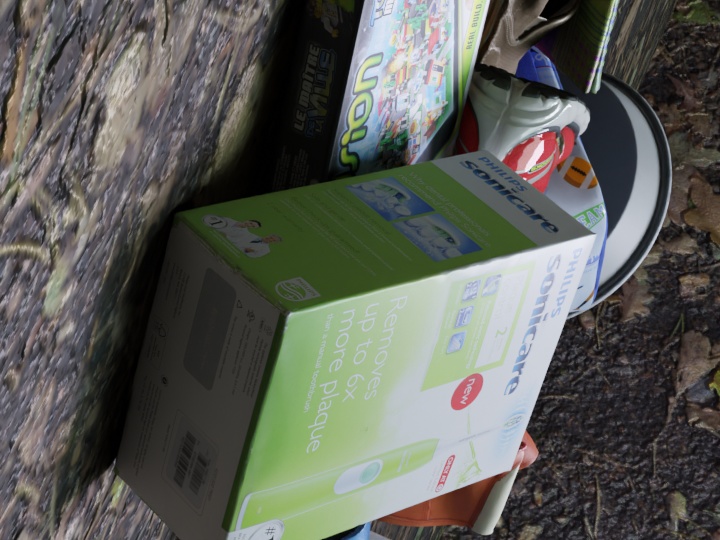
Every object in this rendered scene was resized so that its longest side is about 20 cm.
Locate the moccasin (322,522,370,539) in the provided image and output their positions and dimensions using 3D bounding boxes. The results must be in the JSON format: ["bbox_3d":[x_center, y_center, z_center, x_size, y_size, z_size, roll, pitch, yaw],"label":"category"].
[{"bbox_3d":[-0.025,0.111,1.313,0.200,0.068,0.081,-87,-177,-66],"label":"moccasin"}]

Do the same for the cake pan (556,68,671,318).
[{"bbox_3d":[0.118,-0.060,1.434,0.037,0.199,0.202,39,71,-55],"label":"cake pan"}]

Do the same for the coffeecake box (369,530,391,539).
[{"bbox_3d":[0.003,0.255,1.418,0.154,0.199,0.073,103,13,-50],"label":"coffeecake box"}]

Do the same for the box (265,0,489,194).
[{"bbox_3d":[0.010,-0.089,0.987,0.110,0.035,0.201,-22,132,-49],"label":"box"}]

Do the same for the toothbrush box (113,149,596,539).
[{"bbox_3d":[-0.002,0.038,0.957,0.199,0.086,0.147,-14,132,-43],"label":"toothbrush box"}]

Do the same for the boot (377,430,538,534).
[{"bbox_3d":[0.054,0.062,1.129,0.075,0.106,0.201,-72,177,-55],"label":"boot"}]

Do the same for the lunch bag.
[{"bbox_3d":[0.098,-0.077,1.327,0.161,0.075,0.201,86,-12,-57],"label":"lunch bag"}]

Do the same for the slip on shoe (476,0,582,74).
[{"bbox_3d":[0.095,-0.156,1.167,0.201,0.060,0.076,99,15,-54],"label":"slip on shoe"}]

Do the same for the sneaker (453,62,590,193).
[{"bbox_3d":[0.075,-0.065,1.114,0.200,0.076,0.086,-12,122,-80],"label":"sneaker"}]

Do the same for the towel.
[{"bbox_3d":[0.119,-0.208,1.223,0.200,0.023,0.145,-121,-141,-54],"label":"towel"}]
